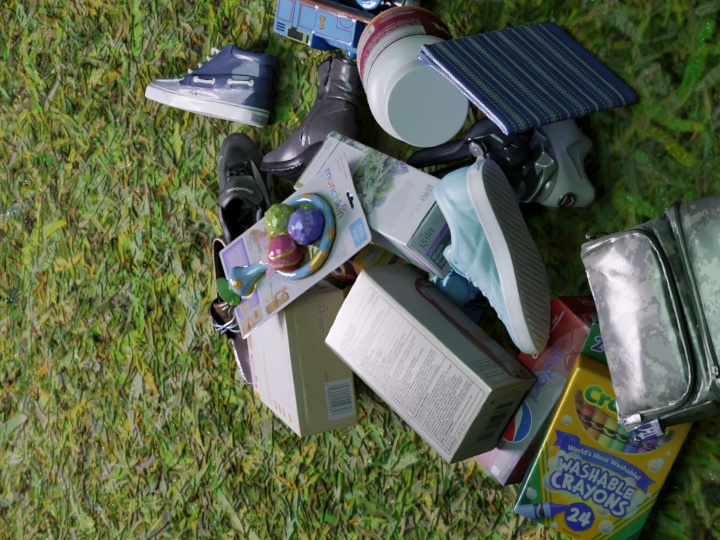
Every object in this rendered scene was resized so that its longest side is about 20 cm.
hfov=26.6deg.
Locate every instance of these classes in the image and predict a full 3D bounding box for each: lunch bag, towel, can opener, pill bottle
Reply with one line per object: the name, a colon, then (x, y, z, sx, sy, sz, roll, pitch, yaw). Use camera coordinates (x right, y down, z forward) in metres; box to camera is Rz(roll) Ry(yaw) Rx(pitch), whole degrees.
lunch bag: (0.301, 0.044, 1.409, 0.166, 0.139, 0.203, -17, 78, 22)
towel: (0.169, -0.192, 1.518, 0.145, 0.198, 0.024, 46, 134, 30)
can opener: (0.113, -0.117, 1.587, 0.064, 0.078, 0.199, 59, 148, -5)
pill bottle: (0.058, -0.202, 1.604, 0.200, 0.112, 0.114, -102, 34, -66)

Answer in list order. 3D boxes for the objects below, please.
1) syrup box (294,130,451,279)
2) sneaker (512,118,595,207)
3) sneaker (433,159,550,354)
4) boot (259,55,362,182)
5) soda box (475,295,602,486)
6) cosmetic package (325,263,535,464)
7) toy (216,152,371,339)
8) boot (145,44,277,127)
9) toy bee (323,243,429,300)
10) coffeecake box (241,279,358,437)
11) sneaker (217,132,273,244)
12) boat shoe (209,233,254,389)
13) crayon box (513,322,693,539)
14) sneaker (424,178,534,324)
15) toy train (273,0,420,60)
syrup box: (0.028, -0.072, 1.625, 0.199, 0.081, 0.079, 29, 82, 44)
sneaker: (0.196, -0.139, 1.583, 0.074, 0.087, 0.202, -53, 32, 44)
sneaker: (0.130, -0.009, 1.527, 0.081, 0.074, 0.203, -14, 97, 36)
boot: (-0.048, -0.176, 1.798, 0.199, 0.069, 0.134, -6, 72, 58)
soda box: (0.192, 0.125, 1.583, 0.070, 0.063, 0.201, 45, 118, 32)
cosmetic package: (0.071, 0.093, 1.582, 0.200, 0.087, 0.104, 43, 120, 27)
toy: (-0.084, -0.029, 1.617, 0.199, 0.047, 0.116, -39, 54, 31)
boot: (-0.186, -0.243, 1.935, 0.198, 0.072, 0.092, 15, 93, 33)
toy bee: (0.000, 0.000, 1.716, 0.198, 0.109, 0.132, -10, 39, 28)
coffeecake box: (-0.074, 0.086, 1.742, 0.200, 0.072, 0.156, -153, 55, -69)
sneaker: (-0.140, -0.090, 1.851, 0.065, 0.091, 0.203, -10, 65, 4)
boat shoe: (-0.151, 0.052, 1.890, 0.072, 0.072, 0.203, -21, 76, 40)
crayon box: (0.246, 0.170, 1.503, 0.124, 0.052, 0.202, 22, 107, 4)
sneaker: (0.130, -0.002, 1.632, 0.089, 0.078, 0.203, 25, 107, 36)
toy train: (-0.013, -0.304, 1.763, 0.199, 0.086, 0.116, 25, 115, 37)
